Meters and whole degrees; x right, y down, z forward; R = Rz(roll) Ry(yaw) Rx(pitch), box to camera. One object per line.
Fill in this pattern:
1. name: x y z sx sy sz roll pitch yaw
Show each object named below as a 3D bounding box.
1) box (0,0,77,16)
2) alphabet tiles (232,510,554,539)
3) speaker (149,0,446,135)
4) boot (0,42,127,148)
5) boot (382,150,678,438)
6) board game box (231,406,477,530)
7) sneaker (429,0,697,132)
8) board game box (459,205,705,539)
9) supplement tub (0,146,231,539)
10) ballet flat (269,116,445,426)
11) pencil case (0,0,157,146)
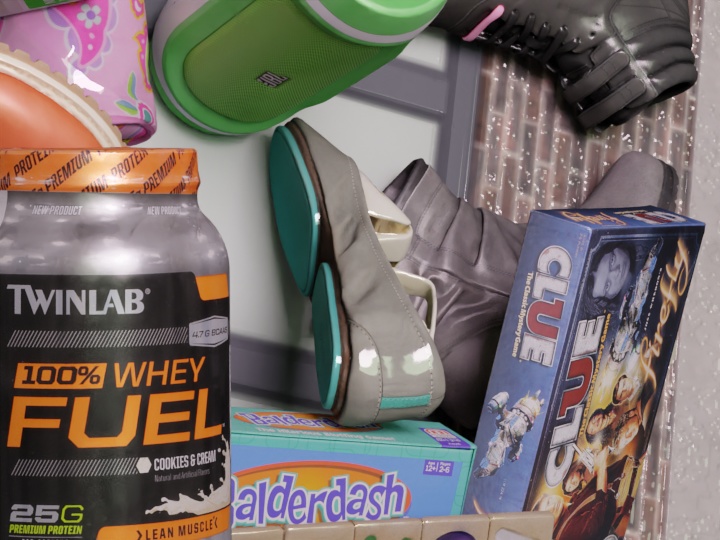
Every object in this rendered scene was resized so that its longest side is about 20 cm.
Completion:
1. box: -0.220 -0.210 1.041 0.175 0.097 0.202 -10 81 0
2. alphabet tiles: 0.003 0.208 1.068 0.166 0.008 0.202 -1 106 -22
3. speaker: -0.030 -0.124 1.098 0.088 0.200 0.089 6 75 -25
4. boot: -0.140 -0.006 1.042 0.201 0.075 0.108 58 33 -26
5. boot: 0.074 -0.017 1.206 0.131 0.070 0.200 39 60 -8
6. board game box: -0.038 0.166 1.073 0.151 0.045 0.202 7 100 -26
7. sneaker: 0.104 -0.124 1.239 0.199 0.071 0.100 -8 77 -32
8. board game box: 0.102 0.070 1.132 0.135 0.034 0.202 -5 111 -59
9. supplement tub: -0.113 0.050 0.955 0.122 0.122 0.202 -3 94 -27
10. ballet flat: 0.000 0.000 1.118 0.063 0.068 0.201 0 40 -13
11. pencil case: -0.145 -0.148 1.115 0.087 0.087 0.202 -3 80 -27
